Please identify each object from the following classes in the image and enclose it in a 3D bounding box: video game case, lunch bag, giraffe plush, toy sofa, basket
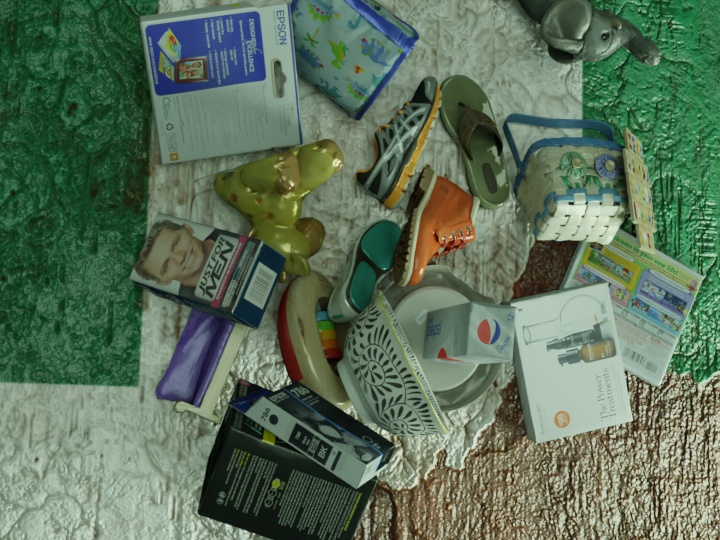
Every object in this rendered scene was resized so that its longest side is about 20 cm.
[{"bbox_3d":[0.393,0.044,1.583,0.198,0.022,0.185,28,79,-7],"label":"video game case"},{"bbox_3d":[-0.018,-0.319,1.444,0.169,0.200,0.129,35,78,-5],"label":"lunch bag"},{"bbox_3d":[-0.106,-0.072,1.427,0.196,0.172,0.165,-18,98,-9],"label":"giraffe plush"},{"bbox_3d":[-0.196,0.097,1.416,0.096,0.083,0.203,24,79,-9],"label":"toy sofa"},{"bbox_3d":[0.305,-0.144,1.535,0.173,0.140,0.203,0,50,-14],"label":"basket"}]

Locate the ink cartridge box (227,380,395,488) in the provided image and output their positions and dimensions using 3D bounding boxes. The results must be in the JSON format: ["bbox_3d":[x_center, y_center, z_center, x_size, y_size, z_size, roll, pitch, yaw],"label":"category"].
[{"bbox_3d":[-0.060,0.190,1.315,0.198,0.099,0.040,29,106,18],"label":"ink cartridge box"}]

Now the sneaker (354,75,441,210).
[{"bbox_3d":[0.058,-0.190,1.511,0.076,0.078,0.203,23,78,1],"label":"sneaker"}]

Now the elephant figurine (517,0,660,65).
[{"bbox_3d":[0.316,-0.361,1.551,0.139,0.155,0.204,-7,75,-35],"label":"elephant figurine"}]

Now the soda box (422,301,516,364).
[{"bbox_3d":[0.137,0.084,1.370,0.062,0.200,0.070,8,83,-11],"label":"soda box"}]

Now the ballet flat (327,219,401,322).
[{"bbox_3d":[0.000,0.000,1.464,0.069,0.070,0.201,34,41,-7],"label":"ballet flat"}]

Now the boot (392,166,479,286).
[{"bbox_3d":[0.108,-0.049,1.472,0.106,0.075,0.202,25,53,-6],"label":"boot"}]

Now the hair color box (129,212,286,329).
[{"bbox_3d":[-0.200,-0.002,1.376,0.060,0.197,0.102,37,72,-51],"label":"hair color box"}]

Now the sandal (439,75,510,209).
[{"bbox_3d":[0.176,-0.190,1.544,0.079,0.057,0.204,-20,88,-14],"label":"sandal"}]

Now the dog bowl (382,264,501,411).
[{"bbox_3d":[0.101,0.096,1.494,0.196,0.059,0.205,2,82,-13],"label":"dog bowl"}]

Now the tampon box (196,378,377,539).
[{"bbox_3d":[-0.091,0.255,1.369,0.197,0.150,0.128,21,105,-9],"label":"tampon box"}]

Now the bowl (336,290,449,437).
[{"bbox_3d":[0.029,0.137,1.357,0.093,0.201,0.203,-26,89,3],"label":"bowl"}]

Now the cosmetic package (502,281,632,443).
[{"bbox_3d":[0.296,0.130,1.522,0.148,0.052,0.204,-12,91,-5],"label":"cosmetic package"}]

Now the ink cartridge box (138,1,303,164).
[{"bbox_3d":[-0.184,-0.252,1.423,0.196,0.047,0.201,-10,119,-12],"label":"ink cartridge box"}]

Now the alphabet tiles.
[{"bbox_3d":[0.401,-0.111,1.526,0.006,0.199,0.170,-7,85,23],"label":"alphabet tiles"}]

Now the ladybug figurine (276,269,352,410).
[{"bbox_3d":[-0.062,0.096,1.432,0.071,0.135,0.204,-22,67,26],"label":"ladybug figurine"}]
